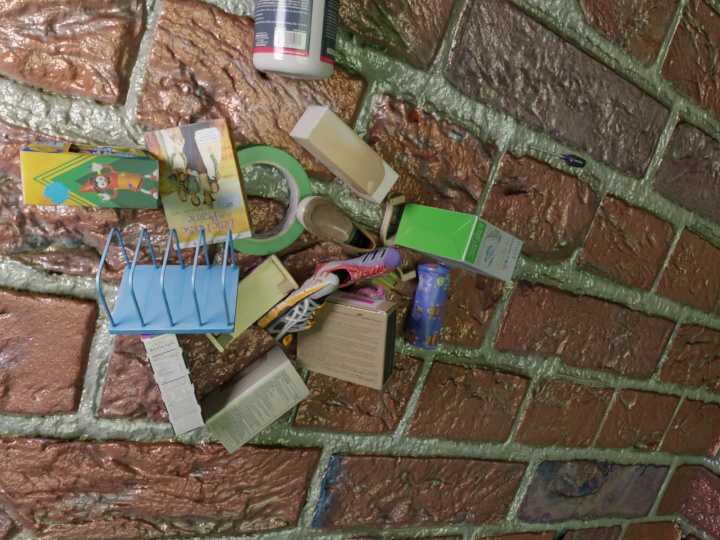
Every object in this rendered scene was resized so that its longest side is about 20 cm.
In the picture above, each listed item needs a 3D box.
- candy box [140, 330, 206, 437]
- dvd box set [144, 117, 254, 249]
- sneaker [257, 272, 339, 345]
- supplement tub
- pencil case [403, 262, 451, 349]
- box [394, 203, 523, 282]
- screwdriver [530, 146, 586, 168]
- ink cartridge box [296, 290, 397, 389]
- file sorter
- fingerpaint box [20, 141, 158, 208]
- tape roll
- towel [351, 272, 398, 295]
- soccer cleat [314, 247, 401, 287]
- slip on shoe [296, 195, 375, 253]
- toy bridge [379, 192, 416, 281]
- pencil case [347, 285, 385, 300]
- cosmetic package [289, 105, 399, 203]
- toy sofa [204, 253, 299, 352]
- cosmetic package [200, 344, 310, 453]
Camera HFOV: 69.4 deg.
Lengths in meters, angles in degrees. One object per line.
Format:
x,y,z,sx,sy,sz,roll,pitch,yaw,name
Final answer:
-0.344,0.176,0.943,0.060,0.136,0.203,-17,113,-21,candy box
-0.272,-0.145,0.889,0.144,0.029,0.203,-8,104,4,dvd box set
-0.109,0.073,1.004,0.199,0.078,0.078,-35,98,29,sneaker
-0.105,-0.432,0.867,0.138,0.140,0.203,-1,107,-27,supplement tub
0.154,0.080,1.202,0.077,0.087,0.203,5,103,-24,pencil case
0.205,-0.062,1.097,0.175,0.199,0.098,19,90,-42,box
0.492,-0.288,1.288,0.198,0.028,0.029,11,130,-33,screwdriver
-0.030,0.133,1.060,0.075,0.197,0.167,-29,126,-62,ink cartridge box
-0.306,0.012,0.852,0.197,0.140,0.124,1,139,-8,file sorter
-0.397,-0.146,0.774,0.165,0.200,0.075,-1,106,-26,fingerpaint box
-0.190,-0.132,0.975,0.198,0.048,0.204,-9,110,-25,tape roll
0.000,0.075,1.161,0.086,0.018,0.201,32,91,-26,towel
0.000,0.000,1.088,0.197,0.076,0.068,-11,111,-15,soccer cleat
-0.043,-0.084,1.027,0.199,0.060,0.077,36,80,-48,slip on shoe
0.076,-0.070,1.145,0.066,0.027,0.203,-20,114,-20,toy bridge
0.012,0.131,1.127,0.085,0.083,0.203,-6,107,-20,pencil case
-0.030,-0.221,0.998,0.199,0.105,0.071,37,88,-30,cosmetic package
-0.221,0.058,1.007,0.199,0.097,0.083,-40,101,-9,toy sofa
-0.216,0.260,1.066,0.199,0.087,0.104,-34,117,-13,cosmetic package
